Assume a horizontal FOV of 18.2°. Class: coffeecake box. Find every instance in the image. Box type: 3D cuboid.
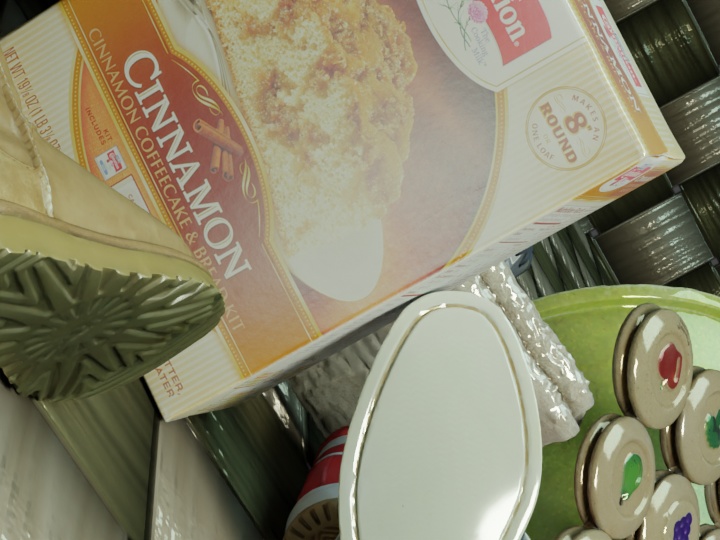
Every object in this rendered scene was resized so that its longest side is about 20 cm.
[{"bbox_3d":[-0.010,-0.060,0.808,0.154,0.199,0.073,63,17,7],"label":"coffeecake box"}]

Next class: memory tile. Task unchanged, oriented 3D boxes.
[{"bbox_3d":[0.141,0.122,0.959,0.200,0.017,0.154,46,57,-45],"label":"memory tile"}]

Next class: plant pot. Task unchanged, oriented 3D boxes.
[{"bbox_3d":[0.126,0.138,1.114,0.200,0.199,0.185,50,26,-50],"label":"plant pot"}]

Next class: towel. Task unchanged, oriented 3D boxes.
[{"bbox_3d":[0.000,0.000,0.922,0.201,0.132,0.035,56,47,-16],"label":"towel"}]

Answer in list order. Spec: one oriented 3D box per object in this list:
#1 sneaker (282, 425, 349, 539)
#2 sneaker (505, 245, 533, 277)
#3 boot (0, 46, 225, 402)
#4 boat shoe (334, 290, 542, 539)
[{"bbox_3d":[0.040,0.149,0.904,0.201,0.071,0.113,58,14,-15],"label":"sneaker"},{"bbox_3d":[0.044,-0.029,0.976,0.200,0.080,0.074,-42,-122,59],"label":"sneaker"},{"bbox_3d":[-0.122,-0.070,0.672,0.201,0.066,0.175,64,9,19],"label":"boot"},{"bbox_3d":[0.027,0.110,0.797,0.062,0.074,0.202,118,-30,-81],"label":"boat shoe"}]
